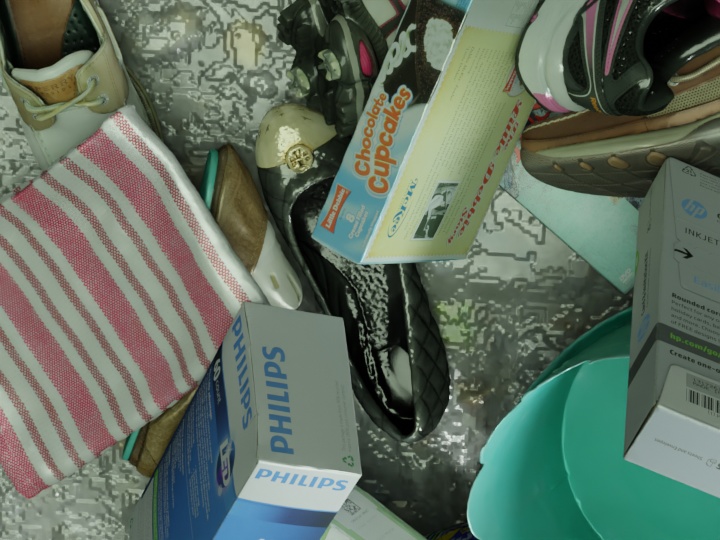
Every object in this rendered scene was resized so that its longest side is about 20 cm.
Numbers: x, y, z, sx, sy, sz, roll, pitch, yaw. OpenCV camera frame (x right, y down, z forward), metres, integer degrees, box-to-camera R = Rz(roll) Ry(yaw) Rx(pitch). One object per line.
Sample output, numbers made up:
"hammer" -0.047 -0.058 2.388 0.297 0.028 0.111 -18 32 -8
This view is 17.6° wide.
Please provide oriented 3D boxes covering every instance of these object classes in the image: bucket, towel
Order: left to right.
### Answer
"towel" -0.152 0.022 1.251 0.199 0.030 0.147 -33 96 27
"bucket" 0.171 0.117 1.232 0.206 0.135 0.209 6 109 18

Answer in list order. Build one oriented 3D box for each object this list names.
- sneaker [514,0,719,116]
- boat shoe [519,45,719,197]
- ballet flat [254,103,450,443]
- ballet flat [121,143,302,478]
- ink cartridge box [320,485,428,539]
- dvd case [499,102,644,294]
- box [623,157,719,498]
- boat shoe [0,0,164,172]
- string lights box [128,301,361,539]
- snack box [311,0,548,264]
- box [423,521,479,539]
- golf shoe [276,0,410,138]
"sneaker" 0.169 -0.155 1.181 0.080 0.086 0.201 37 81 -45
"boat shoe" 0.180 -0.088 1.221 0.198 0.076 0.072 -10 71 14
"ballet flat" 0.000 0.000 1.274 0.066 0.057 0.201 -24 102 8
"ballet flat" -0.074 0.030 1.282 0.072 0.068 0.201 15 108 -6
"ink cartridge box" 0.037 0.227 1.228 0.200 0.048 0.146 36 123 19
"dvd case" 0.117 -0.104 1.259 0.200 0.022 0.146 41 103 -6
"box" 0.207 0.041 1.131 0.155 0.201 0.041 22 128 -8
"boat shoe" -0.162 -0.106 1.248 0.074 0.068 0.201 -20 103 8
"string lights box" -0.066 0.120 1.228 0.059 0.103 0.200 10 137 -20
"snack box" 0.053 -0.100 1.193 0.037 0.116 0.201 30 106 26
"box" 0.084 0.245 1.330 0.070 0.064 0.201 -18 102 7
"golf shoe" 0.005 -0.163 1.170 0.088 0.077 0.201 -27 144 -22
